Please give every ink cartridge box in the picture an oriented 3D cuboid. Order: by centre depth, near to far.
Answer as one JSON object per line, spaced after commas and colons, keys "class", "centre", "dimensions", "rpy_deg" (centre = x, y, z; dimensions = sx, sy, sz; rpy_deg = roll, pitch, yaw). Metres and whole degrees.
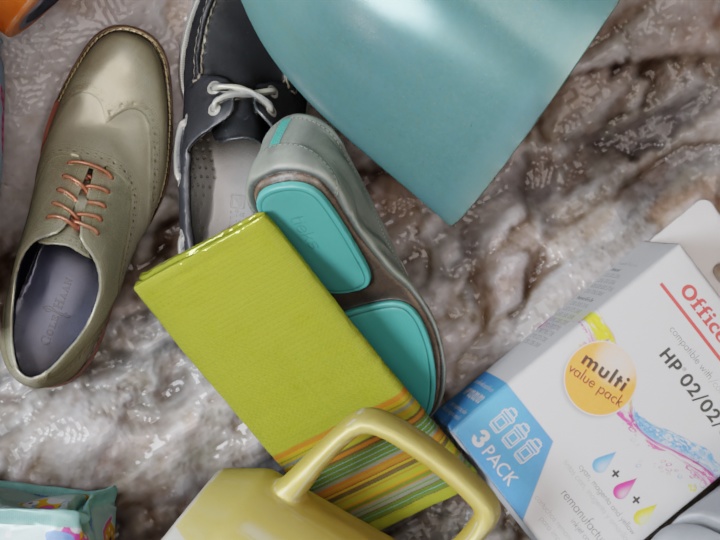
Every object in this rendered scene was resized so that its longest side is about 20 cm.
{"class": "ink cartridge box", "centre": [0.155, 0.063, 0.957], "dimensions": [0.200, 0.068, 0.115], "rpy_deg": [-39, 96, -4]}

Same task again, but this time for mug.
{"class": "mug", "centre": [-0.027, 0.168, 0.914], "dimensions": [0.153, 0.149, 0.187], "rpy_deg": [38, 75, 2]}

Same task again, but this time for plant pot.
{"class": "plant pot", "centre": [0.036, -0.149, 0.875], "dimensions": [0.161, 0.201, 0.201], "rpy_deg": [34, 88, -2]}

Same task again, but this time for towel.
{"class": "towel", "centre": [-0.026, 0.059, 0.914], "dimensions": [0.086, 0.018, 0.200], "rpy_deg": [-28, 117, 20]}

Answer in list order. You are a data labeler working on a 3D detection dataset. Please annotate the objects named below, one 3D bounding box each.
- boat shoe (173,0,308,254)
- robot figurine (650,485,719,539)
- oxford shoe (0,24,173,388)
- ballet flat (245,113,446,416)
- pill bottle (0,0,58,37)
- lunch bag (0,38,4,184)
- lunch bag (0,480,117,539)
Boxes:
{"class": "boat shoe", "centre": [-0.066, -0.067, 0.931], "dimensions": [0.074, 0.060, 0.200], "rpy_deg": [8, 91, -7]}
{"class": "robot figurine", "centre": [0.224, 0.160, 0.928], "dimensions": [0.200, 0.113, 0.170], "rpy_deg": [-31, 124, -26]}
{"class": "oxford shoe", "centre": [-0.140, -0.032, 0.917], "dimensions": [0.071, 0.074, 0.200], "rpy_deg": [13, 91, -7]}
{"class": "ballet flat", "centre": [0.000, 0.000, 0.924], "dimensions": [0.067, 0.064, 0.200], "rpy_deg": [-10, 131, 20]}
{"class": "pill bottle", "centre": [-0.224, -0.212, 0.886], "dimensions": [0.200, 0.106, 0.106], "rpy_deg": [45, 87, -7]}
{"class": "lunch bag", "centre": [-0.242, -0.046, 0.843], "dimensions": [0.127, 0.200, 0.170], "rpy_deg": [3, 92, -7]}
{"class": "lunch bag", "centre": [-0.232, 0.189, 0.894], "dimensions": [0.200, 0.122, 0.171], "rpy_deg": [4, 93, 1]}
